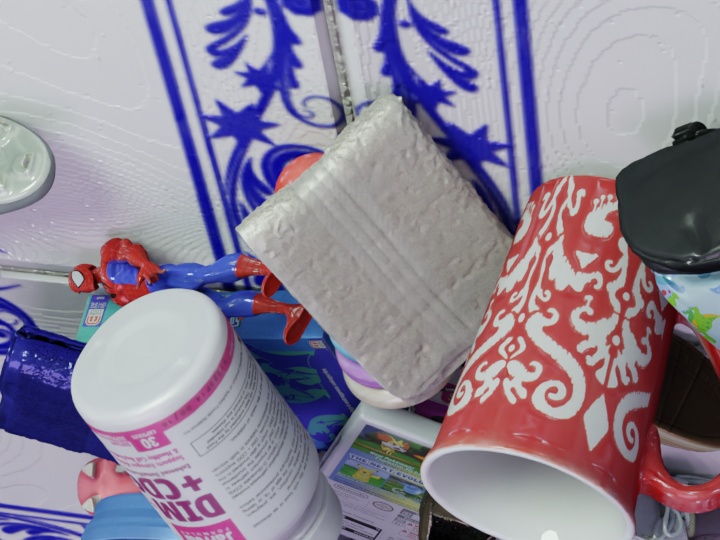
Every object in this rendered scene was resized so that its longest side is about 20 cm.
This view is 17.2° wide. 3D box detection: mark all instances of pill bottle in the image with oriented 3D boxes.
[{"bbox_3d":[-0.096,0.117,1.575,0.113,0.114,0.200,-8,134,30],"label":"pill bottle"}]

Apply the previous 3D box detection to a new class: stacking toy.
[{"bbox_3d":[0.000,0.000,1.548,0.085,0.086,0.201,-2,140,23],"label":"stacking toy"}]

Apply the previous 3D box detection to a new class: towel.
[{"bbox_3d":[-0.162,0.100,1.709,0.199,0.050,0.148,18,155,-5],"label":"towel"},{"bbox_3d":[0.023,-0.010,1.490,0.200,0.132,0.034,48,179,-40],"label":"towel"}]

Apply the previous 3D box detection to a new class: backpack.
[{"bbox_3d":[0.269,0.001,1.402,0.162,0.155,0.200,-18,152,32],"label":"backpack"}]

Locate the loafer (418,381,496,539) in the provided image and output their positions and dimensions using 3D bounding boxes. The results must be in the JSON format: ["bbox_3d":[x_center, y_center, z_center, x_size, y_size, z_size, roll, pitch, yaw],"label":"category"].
[{"bbox_3d":[0.084,0.141,1.591,0.072,0.072,0.201,14,134,0],"label":"loafer"}]

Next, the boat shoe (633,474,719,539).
[{"bbox_3d":[0.259,0.182,1.737,0.200,0.075,0.065,13,141,-4],"label":"boat shoe"}]

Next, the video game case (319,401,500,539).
[{"bbox_3d":[0.067,0.169,1.716,0.199,0.022,0.183,21,148,-7],"label":"video game case"}]

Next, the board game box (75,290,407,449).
[{"bbox_3d":[-0.084,0.074,1.717,0.199,0.045,0.152,-2,145,25],"label":"board game box"}]

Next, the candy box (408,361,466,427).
[{"bbox_3d":[0.093,0.146,1.748,0.135,0.061,0.200,15,147,0],"label":"candy box"}]

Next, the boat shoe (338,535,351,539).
[{"bbox_3d":[-0.092,0.232,1.954,0.198,0.071,0.066,9,165,2],"label":"boat shoe"}]

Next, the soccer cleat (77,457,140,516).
[{"bbox_3d":[-0.128,0.171,1.884,0.198,0.067,0.076,-3,175,16],"label":"soccer cleat"}]

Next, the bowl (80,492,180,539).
[{"bbox_3d":[-0.114,0.211,1.819,0.199,0.040,0.201,8,162,2],"label":"bowl"}]

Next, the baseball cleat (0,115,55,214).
[{"bbox_3d":[-0.267,-0.056,1.577,0.199,0.070,0.106,5,155,31],"label":"baseball cleat"}]

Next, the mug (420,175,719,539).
[{"bbox_3d":[0.145,0.063,1.454,0.177,0.201,0.133,26,152,-13],"label":"mug"}]

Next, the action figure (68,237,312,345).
[{"bbox_3d":[-0.125,0.013,1.607,0.199,0.052,0.066,8,139,41],"label":"action figure"}]

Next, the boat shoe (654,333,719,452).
[{"bbox_3d":[0.161,0.070,1.602,0.199,0.074,0.066,27,151,-2],"label":"boat shoe"}]
